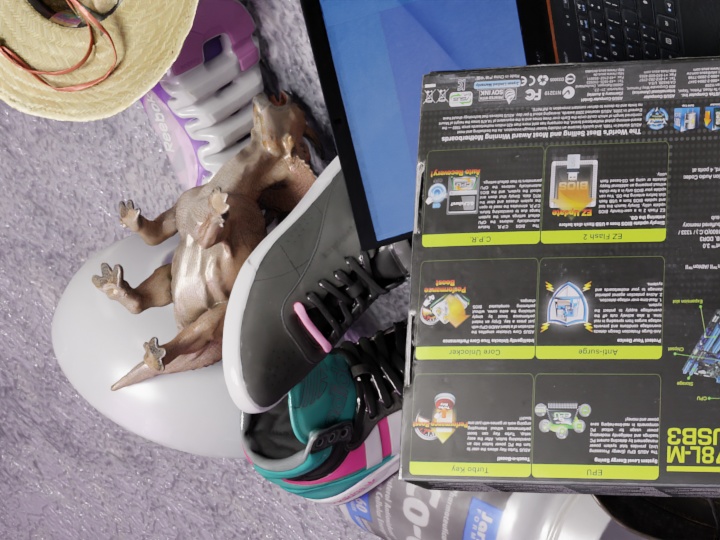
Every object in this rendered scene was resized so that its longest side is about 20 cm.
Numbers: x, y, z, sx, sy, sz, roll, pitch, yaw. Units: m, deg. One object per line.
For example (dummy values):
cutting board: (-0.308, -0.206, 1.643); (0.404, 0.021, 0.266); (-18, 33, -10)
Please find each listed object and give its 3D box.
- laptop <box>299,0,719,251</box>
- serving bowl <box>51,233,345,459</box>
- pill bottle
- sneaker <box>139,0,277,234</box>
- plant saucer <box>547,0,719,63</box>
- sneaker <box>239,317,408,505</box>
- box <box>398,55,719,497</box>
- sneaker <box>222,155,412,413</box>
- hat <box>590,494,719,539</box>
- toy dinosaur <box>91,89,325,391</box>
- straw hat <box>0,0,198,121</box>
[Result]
laptop: (0.090, -0.070, 1.035); (0.200, 0.103, 0.178); (25, 145, 35)
serving bowl: (-0.097, 0.032, 1.406); (0.200, 0.200, 0.066); (35, 125, 22)
pill bottle: (0.089, 0.144, 1.353); (0.200, 0.114, 0.114); (22, 142, 38)
sneaker: (-0.097, -0.091, 1.361); (0.088, 0.080, 0.201); (24, 139, 45)
plant saucer: (0.120, -0.123, 1.068); (0.200, 0.032, 0.201); (34, 149, 24)
sneaker: (0.001, 0.064, 1.289); (0.200, 0.121, 0.084); (-42, 56, 22)
box: (0.120, 0.003, 0.959); (0.199, 0.194, 0.048); (-2, 170, 21)
sneaker: (0.000, 0.000, 1.224); (0.099, 0.200, 0.071); (0, 135, 40)
hat: (0.184, 0.082, 1.156); (0.200, 0.200, 0.081); (37, 111, 17)
toy dinosaur: (-0.078, -0.003, 1.304); (0.086, 0.135, 0.200); (32, 110, 36)
straw hat: (-0.164, -0.196, 1.290); (0.200, 0.085, 0.202); (5, 107, 19)
